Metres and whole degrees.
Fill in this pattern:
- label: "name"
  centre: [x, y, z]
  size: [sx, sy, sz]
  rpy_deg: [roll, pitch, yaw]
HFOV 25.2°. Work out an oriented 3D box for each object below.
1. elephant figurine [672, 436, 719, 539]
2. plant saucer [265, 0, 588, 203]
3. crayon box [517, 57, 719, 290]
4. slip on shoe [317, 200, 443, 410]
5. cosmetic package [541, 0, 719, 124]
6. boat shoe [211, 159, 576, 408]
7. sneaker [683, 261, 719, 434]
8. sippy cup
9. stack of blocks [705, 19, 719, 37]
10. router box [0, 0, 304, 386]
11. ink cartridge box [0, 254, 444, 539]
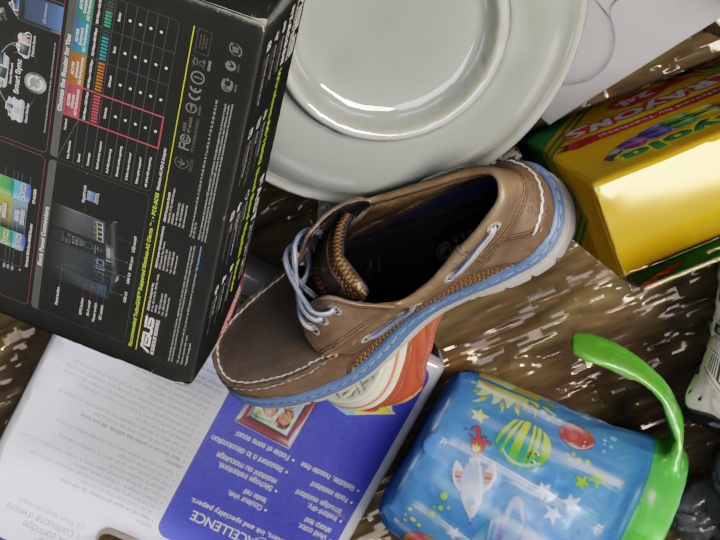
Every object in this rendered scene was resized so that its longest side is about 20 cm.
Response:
- label: "elephant figurine"
  centre: [0.246, 0.164, 0.832]
  size: [0.141, 0.200, 0.155]
  rpy_deg: [31, 101, -9]
- label: "plant saucer"
  centre: [0.010, -0.115, 0.718]
  size: [0.200, 0.050, 0.200]
  rpy_deg: [-4, 116, -9]
- label: "crayon box"
  centre: [0.159, -0.053, 0.770]
  size: [0.127, 0.200, 0.051]
  rpy_deg: [-22, 104, -2]
- label: "slip on shoe"
  centre: [0.019, -0.024, 0.837]
  size: [0.074, 0.061, 0.200]
  rpy_deg: [3, 79, 33]
- label: "cosmetic package"
  centre: [0.080, -0.181, 0.773]
  size: [0.200, 0.052, 0.151]
  rpy_deg: [45, 140, -11]
- label: "boat shoe"
  centre: [0.000, 0.000, 0.761]
  size: [0.200, 0.072, 0.072]
  rpy_deg: [-32, 63, 21]
- label: "sneaker"
  centre: [0.199, 0.041, 0.825]
  size: [0.088, 0.200, 0.076]
  rpy_deg: [-27, 142, 26]
- label: "sippy cup"
  centre: [0.085, 0.122, 0.860]
  size: [0.130, 0.140, 0.178]
  rpy_deg: [30, 76, 1]
- label: "stack of blocks"
  centre: [0.158, -0.226, 0.804]
  size: [0.200, 0.059, 0.115]
  rpy_deg: [44, 99, -11]
- label: "router box"
  centre: [-0.117, -0.061, 0.707]
  size: [0.150, 0.062, 0.200]
  rpy_deg: [21, 127, 6]
- label: "ink cartridge box"
  centre: [-0.087, 0.089, 0.884]
  size: [0.198, 0.047, 0.200]
  rpy_deg: [27, 103, -10]
